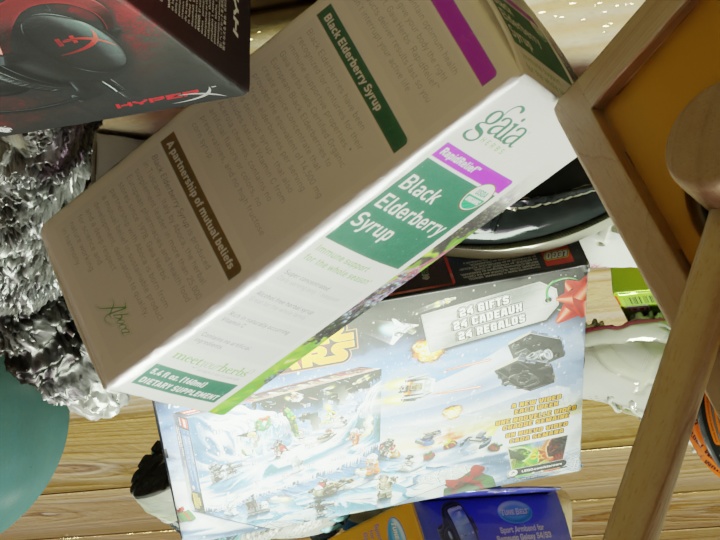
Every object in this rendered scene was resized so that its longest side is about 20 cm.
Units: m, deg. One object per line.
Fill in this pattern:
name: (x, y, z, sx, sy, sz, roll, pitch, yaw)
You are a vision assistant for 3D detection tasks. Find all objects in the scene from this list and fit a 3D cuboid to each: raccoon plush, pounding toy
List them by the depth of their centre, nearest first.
pounding toy: (0.147, -0.021, 0.523, 0.142, 0.184, 0.200, 12, 132, -37)
raccoon plush: (-0.120, -0.027, 0.714, 0.134, 0.097, 0.200, -13, 137, 36)

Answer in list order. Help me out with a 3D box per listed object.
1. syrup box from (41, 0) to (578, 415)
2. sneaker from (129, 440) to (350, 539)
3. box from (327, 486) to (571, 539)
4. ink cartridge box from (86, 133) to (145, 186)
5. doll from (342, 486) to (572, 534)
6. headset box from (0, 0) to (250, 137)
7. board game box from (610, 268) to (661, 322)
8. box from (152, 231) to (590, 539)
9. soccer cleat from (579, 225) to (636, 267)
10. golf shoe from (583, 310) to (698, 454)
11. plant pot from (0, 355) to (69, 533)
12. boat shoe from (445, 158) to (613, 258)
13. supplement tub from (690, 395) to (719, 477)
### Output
syrup box: (-0.016, -0.034, 0.641, 0.200, 0.081, 0.079, -36, 154, 18)
sneaker: (-0.022, 0.097, 0.899, 0.200, 0.078, 0.086, -24, 121, 27)
box: (0.023, 0.166, 0.938, 0.119, 0.042, 0.200, 4, 155, -44)
ink cartridge box: (-0.054, -0.029, 0.871, 0.200, 0.037, 0.095, 8, 161, -22)
doll: (0.048, 0.148, 1.026, 0.136, 0.048, 0.200, -13, 160, 32)
headset box: (-0.142, -0.108, 0.512, 0.149, 0.075, 0.200, -7, 163, 21)
board game box: (0.249, -0.005, 0.961, 0.200, 0.048, 0.102, -5, 164, 14)
box: (0.004, 0.053, 0.779, 0.200, 0.040, 0.137, -9, 132, -6)
soccer cleat: (0.162, -0.032, 0.772, 0.200, 0.086, 0.070, -10, 121, 9)
golf shoe: (0.189, 0.070, 0.970, 0.200, 0.092, 0.075, -6, 165, 22)
plant pot: (-0.269, 0.084, 0.983, 0.200, 0.201, 0.161, -11, 173, 30)
boat shoe: (0.031, -0.053, 0.733, 0.199, 0.075, 0.066, 2, 148, 7)
supplement tub: (0.239, 0.056, 0.791, 0.122, 0.123, 0.200, 3, 172, -15)
